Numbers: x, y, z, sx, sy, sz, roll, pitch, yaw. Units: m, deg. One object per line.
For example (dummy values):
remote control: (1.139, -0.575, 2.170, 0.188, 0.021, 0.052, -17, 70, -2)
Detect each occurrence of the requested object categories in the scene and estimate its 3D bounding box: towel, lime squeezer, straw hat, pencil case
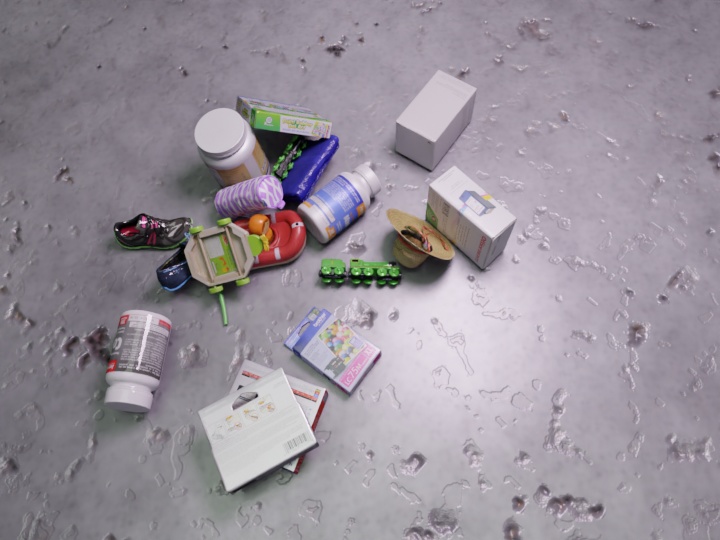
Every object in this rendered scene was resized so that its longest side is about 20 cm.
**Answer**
towel: (-0.142, -0.254, 1.464, 0.147, 0.050, 0.201, 5, 58, 49)
lime squeezer: (-0.362, 0.038, 1.371, 0.071, 0.038, 0.200, -43, 70, -15)
straw hat: (0.122, -0.054, 1.347, 0.201, 0.200, 0.085, 45, 116, 21)
pencil case: (-0.267, -0.173, 1.381, 0.199, 0.086, 0.084, -3, 51, 44)

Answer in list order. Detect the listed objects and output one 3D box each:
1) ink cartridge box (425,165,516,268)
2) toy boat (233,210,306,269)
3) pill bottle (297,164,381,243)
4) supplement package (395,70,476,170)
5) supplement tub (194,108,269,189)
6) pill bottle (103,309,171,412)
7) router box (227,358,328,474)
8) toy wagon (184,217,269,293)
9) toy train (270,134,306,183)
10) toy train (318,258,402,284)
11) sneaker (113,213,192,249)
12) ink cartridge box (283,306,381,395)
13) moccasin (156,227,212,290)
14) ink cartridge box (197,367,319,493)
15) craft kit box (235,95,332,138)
ink cartridge box: (0.253, -0.121, 1.345, 0.087, 0.146, 0.200, -37, 67, -16)
toy boat: (-0.230, -0.088, 1.369, 0.198, 0.131, 0.132, -11, 65, -2)
pill bottle: (-0.047, -0.169, 1.406, 0.200, 0.112, 0.112, -39, 68, -14)
supplement package: (0.192, -0.387, 1.479, 0.119, 0.122, 0.201, 32, 70, 17)
supplement tub: (-0.317, -0.291, 1.426, 0.143, 0.200, 0.146, -2, 69, 6)
pill bottle: (-0.490, 0.199, 1.261, 0.112, 0.114, 0.202, 2, 64, 5)
router box: (-0.193, 0.308, 1.226, 0.198, 0.049, 0.181, 18, 68, 12)
toy wagon: (-0.300, -0.040, 1.315, 0.198, 0.040, 0.157, -15, 100, 7)
toy train: (-0.200, -0.261, 1.453, 0.042, 0.056, 0.201, 37, 69, -22)
toy train: (0.000, 0.000, 1.355, 0.197, 0.042, 0.057, 2, 47, 0)
sneaker: (-0.513, -0.098, 1.418, 0.197, 0.084, 0.078, -9, 65, -1)
ink cartridge box: (-0.066, 0.172, 1.289, 0.199, 0.042, 0.120, 33, 71, 19)
moccasin: (-0.404, -0.039, 1.371, 0.080, 0.069, 0.201, 7, 48, 29)
ink cartridge box: (-0.209, 0.323, 1.168, 0.198, 0.044, 0.175, -27, 66, -7)
craft kit box: (-0.198, -0.391, 1.459, 0.198, 0.049, 0.197, 2, 22, -27)
